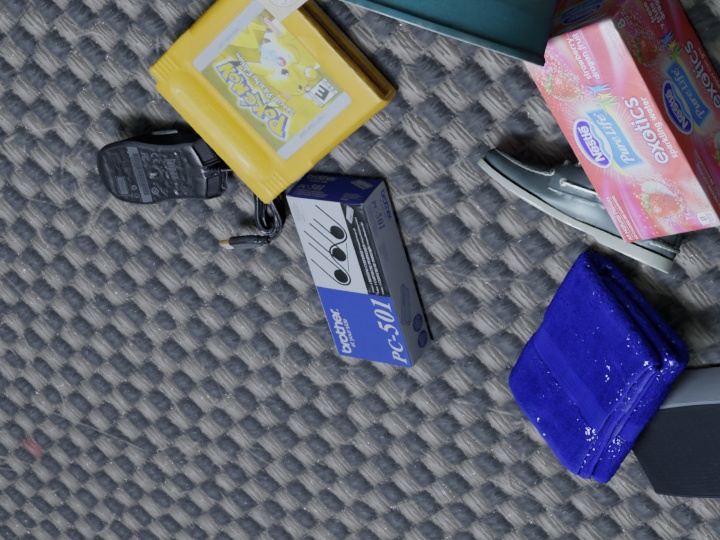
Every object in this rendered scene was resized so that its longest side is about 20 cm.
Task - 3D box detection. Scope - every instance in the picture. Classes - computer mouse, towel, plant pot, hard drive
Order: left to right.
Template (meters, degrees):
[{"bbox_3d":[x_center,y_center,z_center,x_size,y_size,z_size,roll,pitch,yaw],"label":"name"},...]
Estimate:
[{"bbox_3d":[-0.164,-0.085,1.915,0.199,0.046,0.141,-6,119,26],"label":"computer mouse"},{"bbox_3d":[0.073,-0.275,1.430,0.199,0.200,0.189,20,98,21],"label":"plant pot"},{"bbox_3d":[0.213,0.094,1.752,0.148,0.049,0.200,49,140,22],"label":"towel"},{"bbox_3d":[0.336,0.154,1.754,0.199,0.042,0.135,-10,119,42],"label":"hard drive"}]

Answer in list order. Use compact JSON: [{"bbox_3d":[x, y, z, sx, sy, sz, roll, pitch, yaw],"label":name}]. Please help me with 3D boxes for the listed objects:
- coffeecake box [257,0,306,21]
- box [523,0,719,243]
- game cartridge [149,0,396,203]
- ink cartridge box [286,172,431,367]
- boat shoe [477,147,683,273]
[{"bbox_3d":[-0.076,-0.322,1.513,0.153,0.073,0.200,-36,127,20],"label":"coffeecake box"},{"bbox_3d":[0.228,-0.134,1.534,0.102,0.095,0.201,-11,119,43],"label":"box"},{"bbox_3d":[-0.088,-0.175,1.767,0.176,0.032,0.200,46,131,-7],"label":"game cartridge"},{"bbox_3d":[0.000,0.000,1.865,0.094,0.044,0.201,9,131,33],"label":"ink cartridge box"},{"bbox_3d":[0.197,-0.067,1.660,0.199,0.073,0.062,30,96,21],"label":"boat shoe"}]
